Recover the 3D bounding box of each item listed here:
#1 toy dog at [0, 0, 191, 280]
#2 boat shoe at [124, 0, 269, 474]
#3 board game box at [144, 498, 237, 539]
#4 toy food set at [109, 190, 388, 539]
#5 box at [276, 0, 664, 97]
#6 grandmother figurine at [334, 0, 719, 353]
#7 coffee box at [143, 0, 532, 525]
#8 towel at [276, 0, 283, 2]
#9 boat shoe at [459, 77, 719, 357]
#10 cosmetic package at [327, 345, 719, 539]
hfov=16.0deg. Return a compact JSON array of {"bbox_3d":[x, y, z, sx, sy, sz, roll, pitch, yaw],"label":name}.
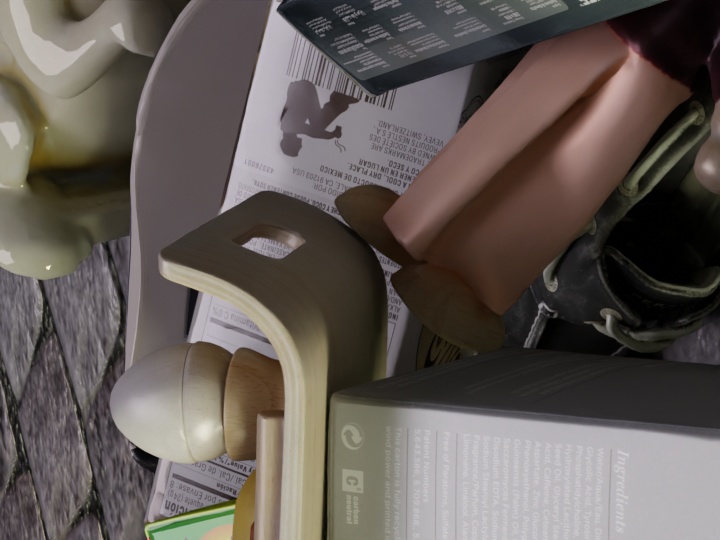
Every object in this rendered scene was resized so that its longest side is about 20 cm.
[{"bbox_3d":[-0.098,-0.129,1.063,0.194,0.139,0.201,-121,34,-48],"label":"toy dog"},{"bbox_3d":[-0.058,-0.024,1.010,0.093,0.074,0.201,-104,26,-76],"label":"boat shoe"},{"bbox_3d":[0.032,0.107,0.801,0.199,0.048,0.102,-17,86,34],"label":"board game box"},{"bbox_3d":[-0.034,0.085,0.721,0.144,0.060,0.201,-43,-44,-78],"label":"toy food set"},{"bbox_3d":[0.069,-0.135,0.734,0.046,0.159,0.200,40,162,-15],"label":"box"},{"bbox_3d":[0.081,-0.067,0.737,0.200,0.060,0.121,-51,54,15],"label":"grandmother figurine"},{"bbox_3d":[0.000,0.000,0.906,0.079,0.113,0.201,19,107,16],"label":"coffee box"},{"bbox_3d":[-0.045,-0.159,0.891,0.200,0.034,0.133,20,77,54],"label":"towel"},{"bbox_3d":[0.085,-0.009,0.831,0.201,0.070,0.064,111,145,-46],"label":"boat shoe"},{"bbox_3d":[0.099,0.071,0.661,0.199,0.107,0.091,7,99,34],"label":"cosmetic package"}]
